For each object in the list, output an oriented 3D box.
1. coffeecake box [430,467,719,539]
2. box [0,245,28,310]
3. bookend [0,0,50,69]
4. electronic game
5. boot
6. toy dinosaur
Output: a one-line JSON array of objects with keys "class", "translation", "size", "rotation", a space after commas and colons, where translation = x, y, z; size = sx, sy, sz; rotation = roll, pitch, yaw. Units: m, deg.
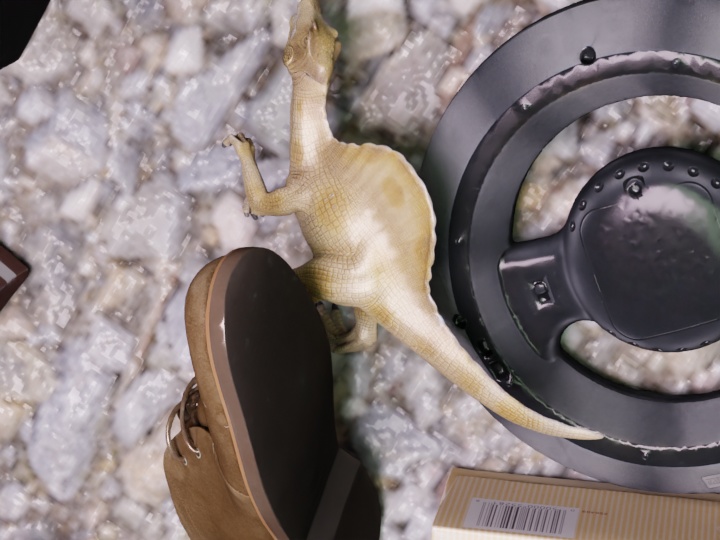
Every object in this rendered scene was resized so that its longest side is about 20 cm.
[{"class": "coffeecake box", "translation": [0.101, 0.190, 0.928], "size": [0.152, 0.073, 0.202], "rotation": [5, 105, 8]}, {"class": "box", "translation": [-0.236, 0.050, 0.956], "size": [0.100, 0.075, 0.200], "rotation": [38, 105, 0]}, {"class": "bookend", "translation": [-0.143, -0.163, 0.819], "size": [0.092, 0.200, 0.199], "rotation": [31, 108, 1]}, {"class": "electronic game", "translation": [0.117, -0.008, 0.892], "size": [0.198, 0.042, 0.201], "rotation": [5, 111, 15]}, {"class": "boot", "translation": [-0.048, 0.062, 0.886], "size": [0.075, 0.074, 0.201], "rotation": [12, 145, 20]}, {"class": "toy dinosaur", "translation": [0.000, 0.000, 0.887], "size": [0.101, 0.058, 0.201], "rotation": [-34, 85, 43]}]
